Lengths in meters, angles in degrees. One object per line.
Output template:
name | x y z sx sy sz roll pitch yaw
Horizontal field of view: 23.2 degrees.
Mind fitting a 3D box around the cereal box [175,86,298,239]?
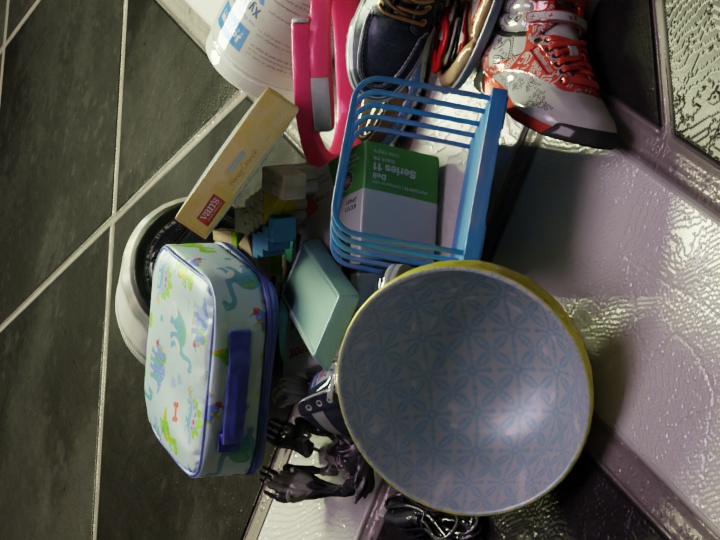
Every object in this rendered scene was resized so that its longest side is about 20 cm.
cereal box | -0.114 -0.101 1.622 0.144 0.039 0.200 -54 6 2

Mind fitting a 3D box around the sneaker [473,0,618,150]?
sneaker | 0.158 -0.172 1.417 0.201 0.067 0.108 47 122 61

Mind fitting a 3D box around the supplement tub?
supplement tub | -0.064 -0.286 1.816 0.200 0.132 0.132 -57 33 32

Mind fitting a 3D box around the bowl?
bowl | 0.090 0.077 1.362 0.201 0.200 0.108 -65 -8 22

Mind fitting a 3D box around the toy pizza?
toy pizza | 0.096 -0.253 1.542 0.200 0.032 0.201 -164 90 -81

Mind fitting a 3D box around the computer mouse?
computer mouse | 0.034 0.286 1.470 0.138 0.053 0.201 4 82 62

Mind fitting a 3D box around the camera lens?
camera lens | -0.170 0.022 1.807 0.200 0.159 0.161 125 151 -71

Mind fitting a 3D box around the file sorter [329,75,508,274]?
file sorter | 0.042 -0.070 1.448 0.200 0.122 0.139 98 -177 -82

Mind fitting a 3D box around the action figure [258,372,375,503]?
action figure | -0.039 0.161 1.612 0.200 0.102 0.119 -31 49 58

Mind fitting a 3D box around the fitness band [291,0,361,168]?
fitness band | -0.028 -0.194 1.701 0.144 0.037 0.201 -35 -55 -72

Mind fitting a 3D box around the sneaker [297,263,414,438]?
sneaker | 0.001 0.073 1.474 0.070 0.108 0.200 -64 -24 -44

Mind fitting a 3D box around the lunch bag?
lunch bag | -0.137 0.084 1.623 0.161 0.082 0.201 -146 58 -59

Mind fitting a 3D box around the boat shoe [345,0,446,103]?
boat shoe | 0.040 -0.240 1.521 0.091 0.071 0.201 -106 36 -80

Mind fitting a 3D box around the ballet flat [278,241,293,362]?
ballet flat | -0.045 -0.002 1.726 0.069 0.069 0.201 1 93 62

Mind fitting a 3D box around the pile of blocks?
pile of blocks | -0.076 -0.036 1.637 0.200 0.062 0.082 -46 56 57

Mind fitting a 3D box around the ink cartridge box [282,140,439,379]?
ink cartridge box | 0.000 0.000 1.623 0.147 0.083 0.201 -25 57 58

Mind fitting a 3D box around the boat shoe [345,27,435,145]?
boat shoe | 0.024 -0.215 1.682 0.072 0.072 0.201 26 101 63

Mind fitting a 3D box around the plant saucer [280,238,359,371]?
plant saucer | -0.039 0.024 1.526 0.200 0.019 0.070 -125 57 -72
